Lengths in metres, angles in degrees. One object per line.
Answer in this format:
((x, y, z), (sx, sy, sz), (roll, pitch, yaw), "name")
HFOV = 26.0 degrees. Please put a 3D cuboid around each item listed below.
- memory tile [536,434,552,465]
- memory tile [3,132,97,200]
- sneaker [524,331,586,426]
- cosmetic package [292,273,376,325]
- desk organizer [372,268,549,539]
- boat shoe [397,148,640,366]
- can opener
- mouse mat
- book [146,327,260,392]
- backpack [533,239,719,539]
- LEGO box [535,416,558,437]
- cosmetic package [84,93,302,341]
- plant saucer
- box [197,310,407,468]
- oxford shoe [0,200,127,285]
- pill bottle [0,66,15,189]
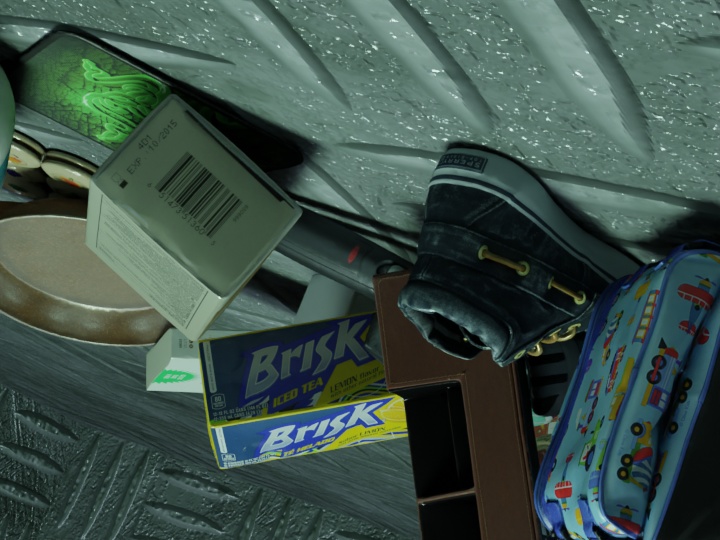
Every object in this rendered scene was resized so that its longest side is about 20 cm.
((0.170, 0.143, 0.945), (0.200, 0.154, 0.017), (-21, 128, 31), "memory tile")
((-0.284, -0.089, 1.182), (0.199, 0.017, 0.153), (23, 167, -4), "memory tile")
((0.142, 0.063, 1.005), (0.087, 0.075, 0.200), (-7, -179, -3), "sneaker")
((0.054, 0.072, 1.167), (0.200, 0.071, 0.101), (27, 167, -21), "cosmetic package")
((0.061, 0.097, 0.906), (0.077, 0.201, 0.072), (-9, 170, 9), "desk organizer")
((0.089, 0.018, 0.842), (0.071, 0.091, 0.200), (9, 163, 43), "boat shoe")
((0.000, 0.000, 0.995), (0.200, 0.079, 0.063), (33, 161, 11), "can opener")
((-0.136, -0.092, 0.954), (0.161, 0.008, 0.200), (27, 165, -21), "mouse mat")
((-0.068, 0.072, 1.282), (0.199, 0.048, 0.134), (2, 167, -15), "book")
((0.168, 0.087, 0.803), (0.134, 0.183, 0.200), (22, 171, -4), "backpack")
((0.239, 0.132, 1.098), (0.149, 0.077, 0.200), (32, 164, -38), "LEGO box")
((-0.107, -0.026, 0.947), (0.105, 0.071, 0.200), (42, 166, -3), "cosmetic package")
((-0.211, -0.001, 1.221), (0.199, 0.035, 0.200), (6, 151, 3), "plant saucer")
((-0.005, 0.073, 1.039), (0.199, 0.070, 0.064), (-10, 147, -4), "box")
((-0.258, -0.029, 1.291), (0.199, 0.072, 0.071), (9, 159, 7), "oxford shoe")
((-0.269, -0.086, 0.957), (0.110, 0.111, 0.200), (24, 167, -11), "pill bottle")
